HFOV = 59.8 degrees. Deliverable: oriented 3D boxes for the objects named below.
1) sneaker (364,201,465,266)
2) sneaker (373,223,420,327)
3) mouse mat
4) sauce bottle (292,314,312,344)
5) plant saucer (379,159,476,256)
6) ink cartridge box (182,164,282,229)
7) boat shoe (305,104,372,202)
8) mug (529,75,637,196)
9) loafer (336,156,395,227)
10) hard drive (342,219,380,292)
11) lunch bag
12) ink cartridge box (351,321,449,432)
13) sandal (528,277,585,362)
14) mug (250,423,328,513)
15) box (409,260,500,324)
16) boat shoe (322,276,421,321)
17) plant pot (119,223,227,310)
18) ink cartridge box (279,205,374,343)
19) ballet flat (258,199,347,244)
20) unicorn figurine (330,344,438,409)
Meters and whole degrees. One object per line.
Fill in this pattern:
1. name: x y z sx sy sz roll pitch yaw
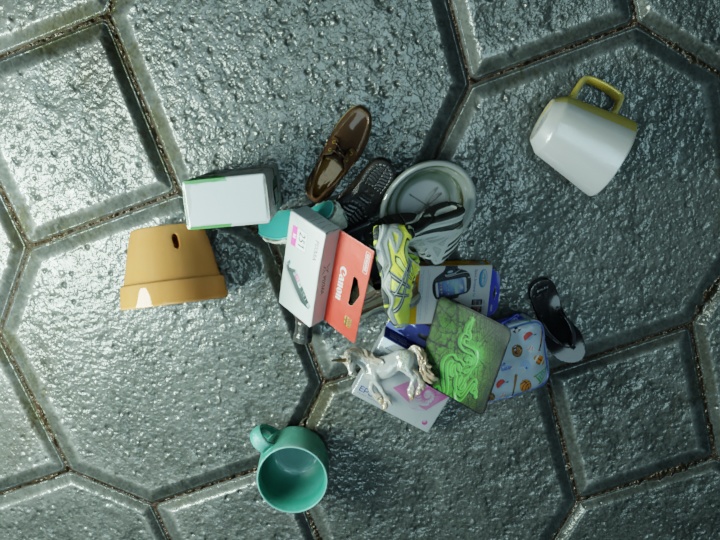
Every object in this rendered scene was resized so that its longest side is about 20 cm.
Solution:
1. sneaker: 0.105 -0.047 1.167 0.196 0.076 0.118 -15 126 -13
2. sneaker: 0.071 0.014 1.097 0.074 0.076 0.204 -9 121 5
3. mouse mat: 0.198 0.166 1.227 0.158 0.007 0.205 25 119 25
4. sauce bottle: -0.105 0.046 1.252 0.064 0.066 0.206 4 106 -3
5. plant saucer: 0.123 -0.125 1.199 0.195 0.051 0.204 -10 126 -14
6. ink cartridge box: -0.223 -0.136 1.128 0.142 0.200 0.086 -6 104 0
7. boat shoe: -0.039 -0.215 1.179 0.071 0.068 0.202 31 103 -10
8. mug: 0.404 -0.253 1.166 0.151 0.188 0.151 27 136 0
9. loafer: 0.001 -0.137 1.204 0.073 0.071 0.200 39 118 -14
10. hard drive: 0.000 0.000 1.225 0.132 0.043 0.202 -24 126 4
11. lunch bag: 0.290 0.174 1.282 0.195 0.076 0.165 -15 102 -10
12. ink cartridge box: 0.108 0.214 1.319 0.193 0.043 0.203 27 105 -8
13. sandal: 0.405 0.112 1.297 0.075 0.043 0.202 -31 104 7
14. mug: -0.143 0.396 1.324 0.148 0.115 0.190 -8 105 1
15. box: 0.185 0.043 1.260 0.194 0.041 0.122 -1 106 -16
16. boat shoe: 0.015 0.046 1.194 0.195 0.076 0.074 -13 109 1
17. plant pot: -0.355 -0.008 1.175 0.194 0.200 0.144 -7 89 0
18. ink cartridge box: -0.067 0.015 1.121 0.172 0.043 0.204 34 128 31
19. ballet flat: -0.107 -0.081 1.192 0.196 0.072 0.073 -8 109 33
20. unicorn figurine: 0.047 0.205 1.265 0.196 0.074 0.141 -20 94 -10
